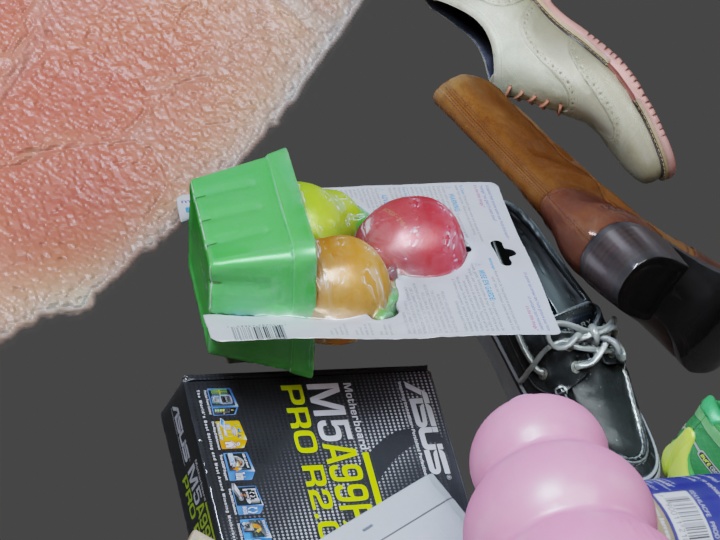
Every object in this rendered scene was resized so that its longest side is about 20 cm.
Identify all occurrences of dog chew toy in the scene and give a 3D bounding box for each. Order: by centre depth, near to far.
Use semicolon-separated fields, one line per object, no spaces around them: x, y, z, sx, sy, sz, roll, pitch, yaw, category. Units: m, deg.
0.111;0.150;1.625;0.124;0.125;0.201;6;45;-21;dog chew toy

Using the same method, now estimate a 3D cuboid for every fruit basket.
0.000;0.000;1.746;0.199;0.094;0.186;3;28;-13;fruit basket

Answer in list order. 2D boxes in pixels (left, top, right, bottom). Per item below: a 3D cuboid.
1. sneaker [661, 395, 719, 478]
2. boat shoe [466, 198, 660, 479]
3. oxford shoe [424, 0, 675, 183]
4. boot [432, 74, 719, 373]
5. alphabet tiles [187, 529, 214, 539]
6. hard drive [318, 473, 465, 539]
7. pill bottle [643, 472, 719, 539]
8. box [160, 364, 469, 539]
0.281;0.106;1.838;0.199;0.084;0.074;-3;42;-27;sneaker
0.124;0.045;1.819;0.073;0.068;0.200;-15;66;-32;boat shoe
0.122;-0.124;1.946;0.074;0.071;0.200;-39;78;-13;oxford shoe
0.146;-0.029;1.880;0.188;0.069;0.200;18;23;-50;boot
-0.061;0.234;1.590;0.199;0.006;0.167;29;54;-7;alphabet tiles
0.054;0.217;1.635;0.132;0.027;0.200;-27;72;-41;hard drive
0.220;0.174;1.748;0.199;0.116;0.116;-3;60;-27;pill bottle
-0.014;0.152;1.699;0.159;0.044;0.201;-1;59;-25;box
